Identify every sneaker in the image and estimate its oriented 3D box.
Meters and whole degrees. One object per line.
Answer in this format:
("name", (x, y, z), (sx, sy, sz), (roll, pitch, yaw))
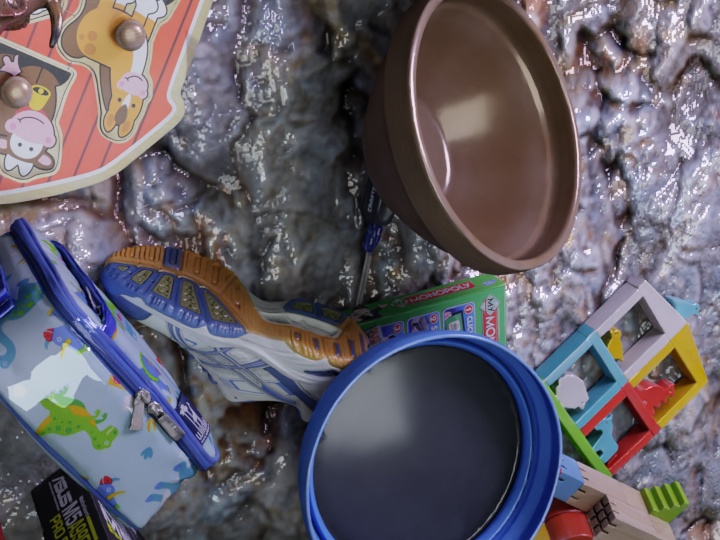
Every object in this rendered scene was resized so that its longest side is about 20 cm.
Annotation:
("sneaker", (-0.096, 0.053, 0.843), (0.198, 0.076, 0.089), (24, 125, -14))
("sneaker", (0.054, 0.223, 0.928), (0.113, 0.075, 0.203), (-7, 110, -19))

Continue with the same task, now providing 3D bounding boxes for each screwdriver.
("screwdriver", (0.000, 0.000, 0.903), (0.029, 0.028, 0.203), (17, 107, 2))

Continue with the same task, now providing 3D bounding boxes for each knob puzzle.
("knob puzzle", (-0.199, -0.135, 0.763), (0.217, 0.030, 0.223), (-7, 109, -22))

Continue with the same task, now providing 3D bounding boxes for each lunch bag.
("lunch bag", (-0.176, 0.057, 0.735), (0.082, 0.200, 0.161), (-41, 117, -8))

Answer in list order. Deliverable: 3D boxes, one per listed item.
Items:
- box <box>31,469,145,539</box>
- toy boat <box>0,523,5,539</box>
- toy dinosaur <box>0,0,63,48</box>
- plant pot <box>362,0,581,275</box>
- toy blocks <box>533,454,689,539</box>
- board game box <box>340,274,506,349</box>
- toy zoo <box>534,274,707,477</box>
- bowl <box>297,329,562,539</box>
("box", (-0.145, 0.244, 0.830), (0.044, 0.160, 0.201), (-35, 116, -8))
("toy boat", (-0.323, 0.218, 0.757), (0.199, 0.131, 0.132), (-33, 116, -12))
("toy dinosaur", (-0.256, -0.108, 0.631), (0.135, 0.086, 0.200), (39, 112, -7))
("plant pot", (0.065, -0.093, 0.840), (0.199, 0.092, 0.204), (14, 71, -47))
("toy blocks", (0.160, 0.235, 0.994), (0.136, 0.101, 0.201), (26, 118, -26))
("board game box", (0.054, 0.113, 0.945), (0.133, 0.029, 0.203), (-14, 115, -21))
("toy zoo", (0.222, 0.097, 1.030), (0.200, 0.020, 0.132), (-42, 118, -7))
("bowl", (0.048, 0.138, 0.846), (0.198, 0.039, 0.204), (-5, 104, -21))
